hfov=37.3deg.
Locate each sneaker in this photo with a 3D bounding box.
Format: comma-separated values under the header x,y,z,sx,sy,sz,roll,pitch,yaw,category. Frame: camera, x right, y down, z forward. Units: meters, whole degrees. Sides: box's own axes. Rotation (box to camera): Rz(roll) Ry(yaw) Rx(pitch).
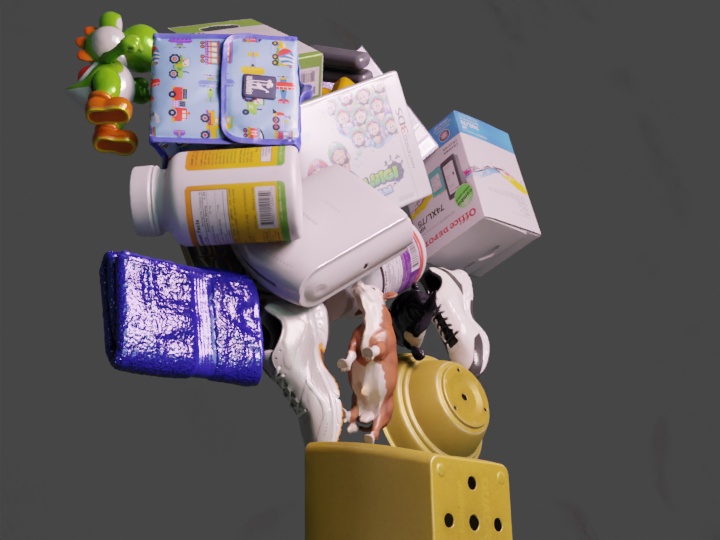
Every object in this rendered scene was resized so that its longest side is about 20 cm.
x,y,z,sx,sy,sz,roll,pitch,yaw,category
-0.083,0.131,1.305,0.091,0.075,0.204,1,69,-33,sneaker
0.134,0.080,1.602,0.079,0.074,0.202,17,43,-33,sneaker

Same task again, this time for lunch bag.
x,y,z,sx,sy,sz,roll,pitch,yaw,category
-0.156,-0.210,1.327,0.196,0.094,0.153,-4,68,1,lunch bag

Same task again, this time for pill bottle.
x,y,z,sx,sy,sz,roll,pitch,yaw,category
-0.169,-0.087,1.272,0.196,0.112,0.113,-3,53,0,pill bottle
0.000,0.000,1.467,0.112,0.111,0.199,57,36,4,pill bottle

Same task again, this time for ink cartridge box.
x,y,z,sx,sy,sz,roll,pitch,yaw,category
-0.164,-0.288,1.501,0.146,0.077,0.199,-16,34,-32,ink cartridge box
0.172,-0.119,1.727,0.145,0.146,0.203,14,51,-42,ink cartridge box

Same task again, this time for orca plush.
x,y,z,sx,sy,sz,roll,pitch,yaw,category
0.054,0.072,1.451,0.070,0.200,0.108,-2,92,-7,orca plush

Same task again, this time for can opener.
x,y,z,sx,sy,sz,roll,pitch,yaw,category
-0.075,-0.300,1.578,0.067,0.198,0.054,-38,130,-37,can opener

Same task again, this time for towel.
x,y,z,sx,sy,sz,roll,pitch,yaw,category
-0.201,0.053,1.234,0.197,0.049,0.150,10,55,-38,towel

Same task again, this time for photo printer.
x,y,z,sx,sy,sz,roll,pitch,yaw,category
-0.057,-0.043,1.355,0.198,0.070,0.166,-30,49,-28,photo printer

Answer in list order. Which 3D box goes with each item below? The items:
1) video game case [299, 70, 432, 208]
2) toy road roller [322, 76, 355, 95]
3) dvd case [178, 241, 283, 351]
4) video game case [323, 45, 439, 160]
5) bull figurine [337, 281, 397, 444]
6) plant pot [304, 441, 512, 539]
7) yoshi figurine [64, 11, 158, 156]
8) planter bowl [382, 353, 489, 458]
x,y,z,sx,sy,sz,roll,pitch,yaw,category
-0.008,-0.160,1.485,0.197,0.024,0.185,-23,102,-24,video game case
-0.048,-0.183,1.526,0.122,0.145,0.202,36,40,-23,toy road roller
-0.149,0.022,1.360,0.147,0.016,0.203,-2,64,-49,dvd case
0.011,-0.227,1.664,0.142,0.019,0.201,-40,94,-13,video game case
0.011,0.119,1.355,0.121,0.064,0.204,-42,131,-63,bull figurine
0.065,0.295,1.217,0.198,0.175,0.204,16,65,-40,plant pot
-0.292,-0.247,1.342,0.111,0.111,0.203,33,38,-42,yoshi figurine
0.119,0.190,1.478,0.199,0.083,0.203,29,44,-32,planter bowl
